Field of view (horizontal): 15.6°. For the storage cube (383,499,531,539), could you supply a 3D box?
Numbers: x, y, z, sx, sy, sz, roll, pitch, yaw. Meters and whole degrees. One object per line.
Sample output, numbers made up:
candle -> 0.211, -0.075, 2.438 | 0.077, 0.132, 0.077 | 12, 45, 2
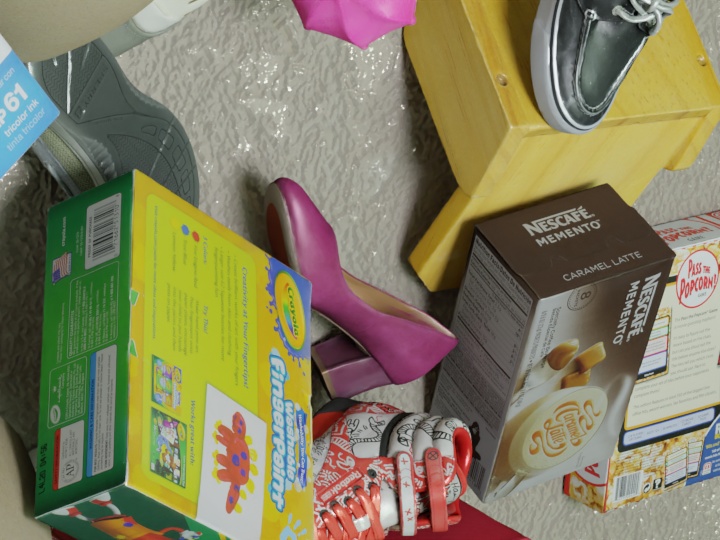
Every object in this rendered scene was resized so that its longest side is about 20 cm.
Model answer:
storage cube -> -0.008, 0.242, 1.720 | 0.200, 0.180, 0.171 | -21, 120, -33

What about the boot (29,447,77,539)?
boot -> -0.109, 0.116, 1.604 | 0.200, 0.144, 0.073 | -42, 130, -21

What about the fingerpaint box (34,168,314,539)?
fingerpaint box -> -0.104, 0.071, 1.504 | 0.167, 0.073, 0.200 | 33, 46, -44

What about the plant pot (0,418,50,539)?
plant pot -> -0.254, 0.142, 1.467 | 0.200, 0.200, 0.135 | 50, 47, -41

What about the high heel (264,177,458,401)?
high heel -> 0.000, 0.000, 1.695 | 0.096, 0.067, 0.200 | -24, 139, -7

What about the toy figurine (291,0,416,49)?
toy figurine -> 0.027, -0.207, 1.582 | 0.184, 0.200, 0.150 | -38, 89, -17

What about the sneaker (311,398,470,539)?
sneaker -> -0.003, 0.143, 1.632 | 0.201, 0.108, 0.067 | -45, 136, -54

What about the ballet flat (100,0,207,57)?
ballet flat -> -0.094, -0.192, 1.545 | 0.200, 0.064, 0.067 | -46, 132, -17

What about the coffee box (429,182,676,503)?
coffee box -> 0.125, 0.050, 1.774 | 0.114, 0.080, 0.200 | -17, 140, -28

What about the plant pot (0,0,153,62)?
plant pot -> -0.180, -0.192, 1.403 | 0.200, 0.200, 0.135 | -2, 132, -41

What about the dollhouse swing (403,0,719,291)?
dollhouse swing -> 0.109, -0.108, 1.779 | 0.200, 0.176, 0.182 | -9, 72, -38

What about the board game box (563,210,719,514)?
board game box -> 0.227, 0.066, 1.945 | 0.151, 0.046, 0.201 | -12, 115, -37

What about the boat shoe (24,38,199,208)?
boat shoe -> -0.159, -0.078, 1.545 | 0.075, 0.065, 0.202 | -62, 141, -21

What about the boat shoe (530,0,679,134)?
boat shoe -> 0.166, -0.179, 1.639 | 0.073, 0.068, 0.200 | 18, 92, -38

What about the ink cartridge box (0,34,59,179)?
ink cartridge box -> -0.268, -0.130, 1.341 | 0.085, 0.144, 0.200 | -51, 125, -21
